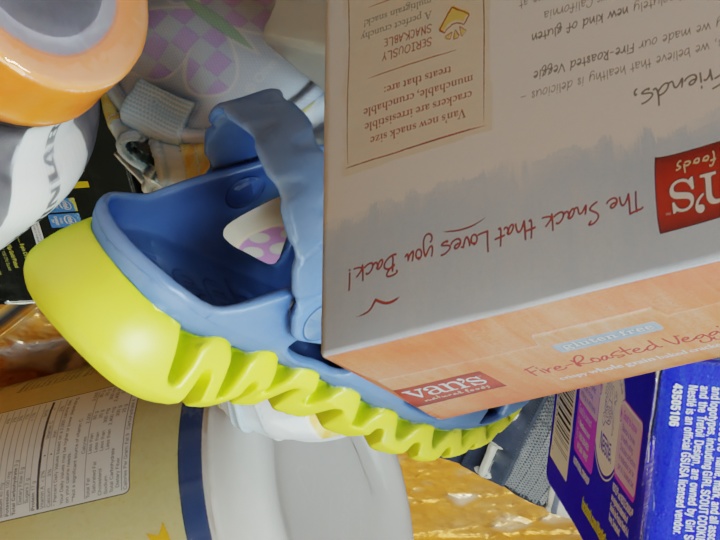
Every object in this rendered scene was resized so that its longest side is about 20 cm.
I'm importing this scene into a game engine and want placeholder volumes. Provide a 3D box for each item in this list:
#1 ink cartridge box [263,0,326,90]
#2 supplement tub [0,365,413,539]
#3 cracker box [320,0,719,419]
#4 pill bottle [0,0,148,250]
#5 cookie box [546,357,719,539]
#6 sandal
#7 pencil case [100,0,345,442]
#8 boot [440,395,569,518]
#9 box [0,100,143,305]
[{"bbox_3d":[0.095,-0.058,0.803,0.200,0.084,0.144,13,165,39],"label":"ink cartridge box"},{"bbox_3d":[-0.094,0.108,1.098,0.199,0.145,0.144,-14,145,23],"label":"supplement tub"},{"bbox_3d":[0.060,-0.075,0.704,0.134,0.201,0.058,-14,152,31],"label":"cracker box"},{"bbox_3d":[-0.145,-0.038,0.814,0.106,0.107,0.200,25,141,-32],"label":"pill bottle"},{"bbox_3d":[0.165,0.052,0.825,0.199,0.075,0.171,5,-172,-5],"label":"cookie box"},{"bbox_3d":[0.000,0.000,0.844,0.200,0.080,0.087,10,124,-52],"label":"sandal"},{"bbox_3d":[-0.028,-0.022,0.936,0.083,0.091,0.200,12,153,16],"label":"pencil case"},{"bbox_3d":[0.059,0.012,1.014,0.090,0.073,0.200,18,137,8],"label":"boot"},{"bbox_3d":[-0.154,-0.057,0.928,0.159,0.049,0.200,-4,147,4],"label":"box"}]
